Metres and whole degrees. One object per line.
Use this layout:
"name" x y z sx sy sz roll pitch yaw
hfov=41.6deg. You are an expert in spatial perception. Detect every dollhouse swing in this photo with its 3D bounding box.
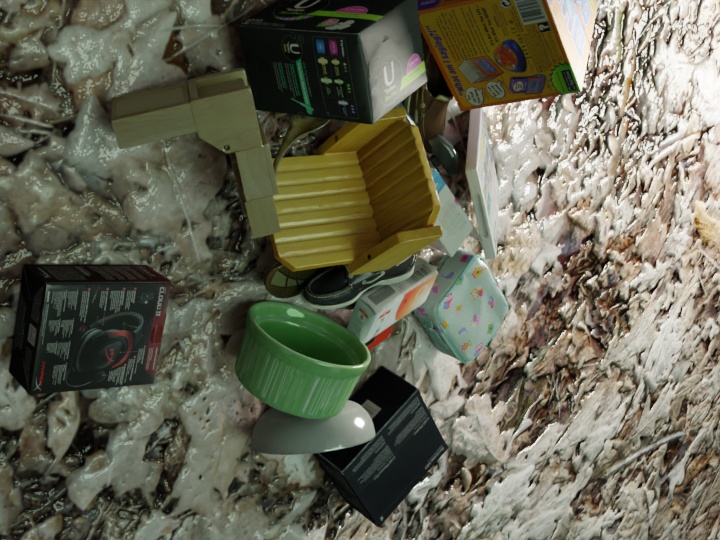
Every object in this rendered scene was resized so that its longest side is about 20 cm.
"dollhouse swing" -0.021 -0.111 1.340 0.174 0.181 0.203 -1 70 -40

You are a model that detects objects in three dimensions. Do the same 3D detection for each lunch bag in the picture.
"lunch bag" 0.179 0.066 1.726 0.161 0.077 0.201 -48 134 -13

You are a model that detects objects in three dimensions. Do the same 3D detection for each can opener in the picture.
"can opener" 0.084 -0.224 1.495 0.066 0.053 0.200 -35 121 11

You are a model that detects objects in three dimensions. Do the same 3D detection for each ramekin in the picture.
"ramekin" -0.092 0.136 1.425 0.198 0.199 0.099 8 111 -44

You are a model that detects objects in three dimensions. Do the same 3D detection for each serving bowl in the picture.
"serving bowl" -0.076 0.237 1.497 0.198 0.199 0.067 -5 91 -41

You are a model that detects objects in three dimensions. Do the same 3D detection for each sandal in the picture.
"sandal" -0.088 -0.011 1.459 0.199 0.054 0.081 -23 148 -53

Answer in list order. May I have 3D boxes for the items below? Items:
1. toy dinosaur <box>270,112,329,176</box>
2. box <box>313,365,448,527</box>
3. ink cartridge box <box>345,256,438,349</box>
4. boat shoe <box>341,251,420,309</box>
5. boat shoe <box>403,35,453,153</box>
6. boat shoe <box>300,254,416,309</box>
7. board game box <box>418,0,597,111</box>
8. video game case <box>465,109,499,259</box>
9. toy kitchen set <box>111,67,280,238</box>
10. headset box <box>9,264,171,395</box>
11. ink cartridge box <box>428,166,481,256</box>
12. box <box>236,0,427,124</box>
"toy dinosaur" -0.087 -0.204 1.333 0.200 0.100 0.059 -46 129 -22
"box" 0.034 0.312 1.685 0.200 0.104 0.183 -44 132 -19
"ink cartridge box" 0.037 0.090 1.558 0.161 0.050 0.202 -32 150 -40
"boat shoe" 0.023 -0.004 1.543 0.199 0.074 0.069 -30 149 -43
"boat shoe" 0.113 -0.276 1.508 0.074 0.074 0.205 -29 126 -30
"boat shoe" 0.000 0.000 1.449 0.197 0.074 0.061 -17 141 -22
"board game box" 0.222 -0.393 1.420 0.201 0.197 0.202 54 43 -43
"video game case" 0.208 -0.152 1.607 0.201 0.023 0.184 -78 156 -49
"toy kitchen set" -0.214 -0.156 1.254 0.178 0.164 0.203 -14 122 -6
"headset box" -0.342 0.073 1.242 0.198 0.075 0.151 -1 110 -43
"ink cartridge box" 0.108 -0.096 1.557 0.068 0.115 0.200 -51 135 -10
"box" -0.035 -0.287 1.254 0.149 0.198 0.126 -45 135 -41
